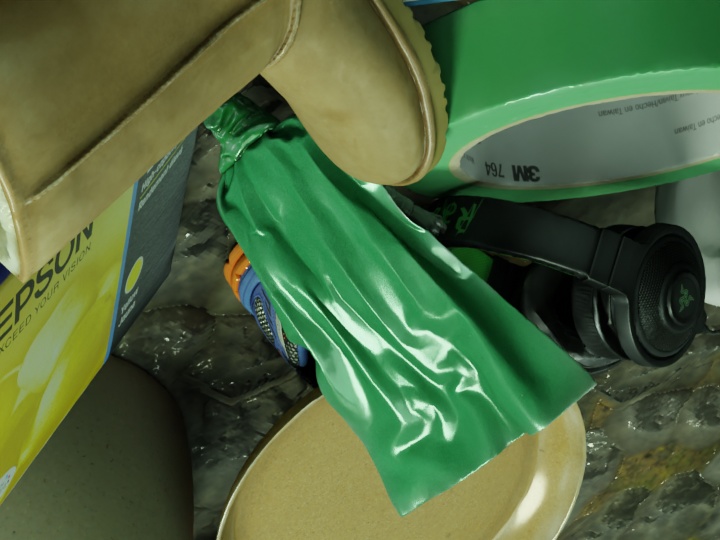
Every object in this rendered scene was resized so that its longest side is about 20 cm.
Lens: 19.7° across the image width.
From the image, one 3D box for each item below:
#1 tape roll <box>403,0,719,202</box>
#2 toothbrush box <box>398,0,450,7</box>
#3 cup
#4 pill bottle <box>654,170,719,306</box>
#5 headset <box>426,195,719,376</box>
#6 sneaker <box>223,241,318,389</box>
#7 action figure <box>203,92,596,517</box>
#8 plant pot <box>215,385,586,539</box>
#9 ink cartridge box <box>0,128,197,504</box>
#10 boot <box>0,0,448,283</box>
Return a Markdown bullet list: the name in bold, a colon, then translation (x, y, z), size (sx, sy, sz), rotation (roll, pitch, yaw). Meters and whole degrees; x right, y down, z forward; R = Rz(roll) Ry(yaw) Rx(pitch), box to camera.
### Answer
- **tape roll**: translation (0.109, -0.078, 0.904), size (0.200, 0.048, 0.200), rotation (-7, 168, -2)
- **toothbrush box**: translation (0.103, -0.196, 0.824), size (0.200, 0.085, 0.147), rotation (-9, 138, -18)
- **cup**: translation (-0.166, 0.157, 1.026), size (0.200, 0.143, 0.200), rotation (-13, 138, -12)
- **pill bottle**: translation (0.258, -0.025, 1.054), size (0.200, 0.112, 0.112), rotation (9, 129, -32)
- **headset**: translation (0.116, 0.028, 0.974), size (0.200, 0.094, 0.123), rotation (22, 167, -17)
- **sneaker**: translation (0.008, 0.048, 1.041), size (0.075, 0.078, 0.200), rotation (-40, 136, 19)
- **action figure**: translation (0.000, 0.000, 0.911), size (0.118, 0.055, 0.200), rotation (-37, 95, 24)
- **plant pot**: translation (0.018, 0.112, 1.019), size (0.200, 0.027, 0.200), rotation (-14, 129, -19)
- **ink cartridge box**: translation (-0.122, -0.017, 0.838), size (0.047, 0.198, 0.200), rotation (26, 135, 8)
- **boot**: translation (-0.066, -0.060, 0.770), size (0.200, 0.066, 0.175), rotation (-44, 121, -35)
